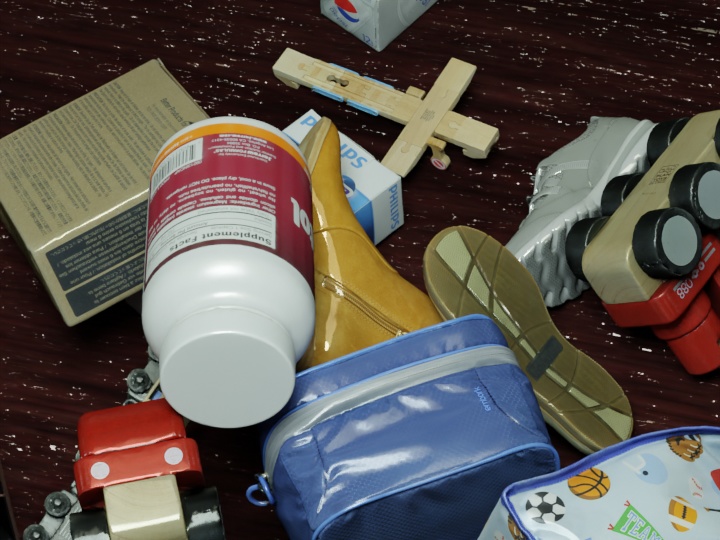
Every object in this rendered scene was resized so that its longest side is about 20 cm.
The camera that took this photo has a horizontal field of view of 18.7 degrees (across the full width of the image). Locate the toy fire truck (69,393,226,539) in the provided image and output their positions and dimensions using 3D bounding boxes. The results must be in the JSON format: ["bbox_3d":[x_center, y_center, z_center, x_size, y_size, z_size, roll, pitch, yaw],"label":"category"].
[{"bbox_3d":[-0.131,0.123,1.447,0.128,0.176,0.201,-11,61,-5],"label":"toy fire truck"}]

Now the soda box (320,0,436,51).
[{"bbox_3d":[0.055,-0.273,1.813,0.068,0.064,0.200,35,62,24],"label":"soda box"}]

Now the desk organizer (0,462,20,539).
[{"bbox_3d":[-0.272,0.152,1.429,0.071,0.201,0.077,-31,60,-20],"label":"desk organizer"}]

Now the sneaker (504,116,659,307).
[{"bbox_3d":[0.155,-0.044,1.651,0.082,0.075,0.200,21,50,35],"label":"sneaker"}]

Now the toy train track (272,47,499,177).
[{"bbox_3d":[0.020,-0.127,1.731,0.199,0.033,0.115,24,65,25],"label":"toy train track"}]

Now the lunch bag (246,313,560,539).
[{"bbox_3d":[0.021,0.123,1.445,0.199,0.136,0.133,-17,54,-10],"label":"lunch bag"}]

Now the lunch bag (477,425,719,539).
[{"bbox_3d":[0.177,0.185,1.396,0.199,0.170,0.124,-21,68,-25],"label":"lunch bag"}]

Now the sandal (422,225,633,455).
[{"bbox_3d":[0.111,0.058,1.559,0.200,0.054,0.080,48,52,2],"label":"sandal"}]

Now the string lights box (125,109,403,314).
[{"bbox_3d":[-0.073,-0.024,1.635,0.200,0.059,0.103,-38,58,-23],"label":"string lights box"}]

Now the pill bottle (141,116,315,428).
[{"bbox_3d":[-0.085,0.002,1.423,0.112,0.114,0.201,-3,43,0],"label":"pill bottle"}]

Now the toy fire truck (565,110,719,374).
[{"bbox_3d":[0.276,0.004,1.580,0.128,0.200,0.176,-7,35,53],"label":"toy fire truck"}]

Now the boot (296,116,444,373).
[{"bbox_3d":[0.000,0.000,1.566,0.143,0.071,0.202,23,61,-15],"label":"boot"}]

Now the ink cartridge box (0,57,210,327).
[{"bbox_3d":[-0.180,-0.061,1.602,0.164,0.075,0.200,-27,30,-9],"label":"ink cartridge box"}]

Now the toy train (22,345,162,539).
[{"bbox_3d":[-0.169,0.127,1.536,0.046,0.034,0.201,29,67,7],"label":"toy train"}]
